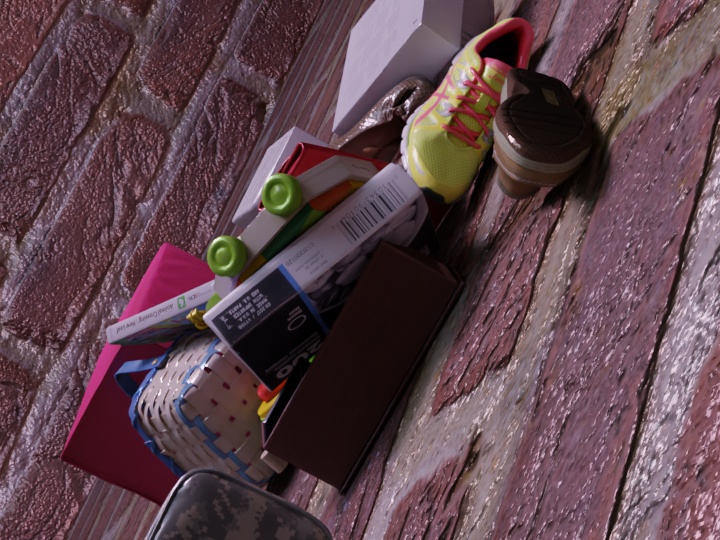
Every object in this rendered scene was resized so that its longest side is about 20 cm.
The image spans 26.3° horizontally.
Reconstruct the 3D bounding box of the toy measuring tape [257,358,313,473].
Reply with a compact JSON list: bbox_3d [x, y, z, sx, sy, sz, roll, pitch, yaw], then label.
[{"bbox_3d":[-0.070,0.139,1.414,0.074,0.073,0.200,-56,4,28],"label":"toy measuring tape"}]

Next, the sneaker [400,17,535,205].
[{"bbox_3d":[0.099,-0.148,1.356,0.090,0.078,0.201,-41,22,58],"label":"sneaker"}]

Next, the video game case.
[{"bbox_3d":[-0.127,0.041,1.566,0.181,0.199,0.022,-22,75,41],"label":"video game case"}]

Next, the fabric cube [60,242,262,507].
[{"bbox_3d":[-0.195,0.130,1.739,0.197,0.199,0.200,-57,12,25],"label":"fabric cube"}]

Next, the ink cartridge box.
[{"bbox_3d":[-0.022,0.016,1.290,0.198,0.043,0.200,-40,-18,-4],"label":"ink cartridge box"}]

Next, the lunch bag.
[{"bbox_3d":[-0.116,0.269,1.171,0.168,0.138,0.201,99,-164,-70],"label":"lunch bag"}]

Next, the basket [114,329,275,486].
[{"bbox_3d":[-0.150,0.151,1.554,0.199,0.176,0.140,-20,28,52],"label":"basket"}]

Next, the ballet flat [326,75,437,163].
[{"bbox_3d":[0.005,-0.106,1.469,0.200,0.067,0.047,-44,15,33],"label":"ballet flat"}]

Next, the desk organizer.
[{"bbox_3d":[-0.001,0.071,1.260,0.201,0.076,0.072,-60,10,8],"label":"desk organizer"}]

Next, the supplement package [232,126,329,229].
[{"bbox_3d":[-0.080,-0.097,2.005,0.118,0.116,0.200,-63,10,-10],"label":"supplement package"}]

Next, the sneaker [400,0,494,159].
[{"bbox_3d":[0.094,-0.201,1.575,0.100,0.074,0.202,-146,77,-73],"label":"sneaker"}]

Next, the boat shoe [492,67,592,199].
[{"bbox_3d":[0.125,-0.085,1.117,0.200,0.071,0.077,-67,-5,-69],"label":"boat shoe"}]

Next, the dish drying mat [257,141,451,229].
[{"bbox_3d":[0.003,-0.064,1.350,0.018,0.199,0.077,49,117,38],"label":"dish drying mat"}]

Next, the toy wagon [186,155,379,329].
[{"bbox_3d":[-0.064,-0.014,1.267,0.200,0.040,0.155,-47,-21,18],"label":"toy wagon"}]

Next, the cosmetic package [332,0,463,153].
[{"bbox_3d":[0.041,-0.230,1.530,0.151,0.051,0.201,-50,19,35],"label":"cosmetic package"}]
